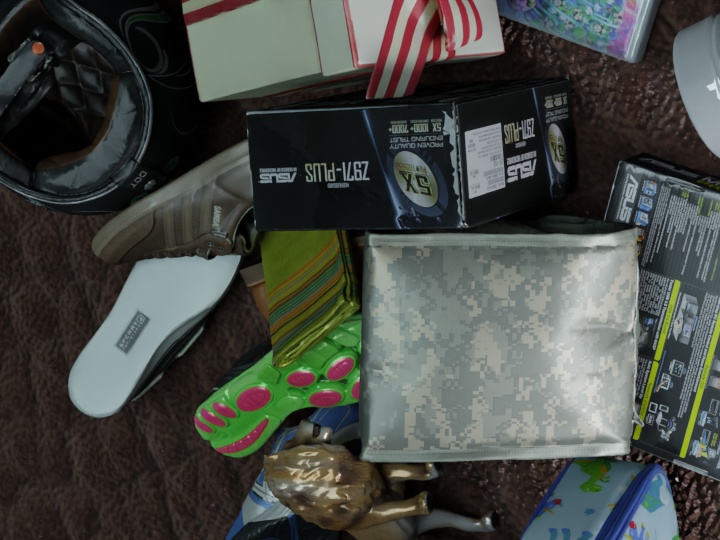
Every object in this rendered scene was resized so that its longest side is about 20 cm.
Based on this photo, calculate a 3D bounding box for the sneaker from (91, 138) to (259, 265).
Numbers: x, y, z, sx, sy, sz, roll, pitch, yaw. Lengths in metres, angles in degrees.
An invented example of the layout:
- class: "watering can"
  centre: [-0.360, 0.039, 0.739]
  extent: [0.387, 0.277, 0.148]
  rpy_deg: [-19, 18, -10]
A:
- class: "sneaker"
  centre: [-0.120, -0.035, 1.656]
  extent: [0.200, 0.070, 0.076]
  rpy_deg: [-29, 90, 35]

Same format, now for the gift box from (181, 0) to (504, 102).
- class: "gift box"
  centre: [-0.018, -0.206, 1.541]
  extent: [0.186, 0.200, 0.185]
  rpy_deg: [-10, 96, 42]

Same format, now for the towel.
- class: "towel"
  centre: [-0.046, -0.023, 1.640]
  extent: [0.086, 0.018, 0.201]
  rpy_deg: [-39, 40, 27]

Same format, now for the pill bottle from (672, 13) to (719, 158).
- class: "pill bottle"
  centre: [0.314, -0.150, 1.441]
  extent: [0.199, 0.113, 0.114]
  rpy_deg: [-20, 90, 30]

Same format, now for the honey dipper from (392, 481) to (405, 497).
- class: "honey dipper"
  centre: [0.028, 0.155, 1.698]
  extent: [0.038, 0.038, 0.201]
  rpy_deg: [12, 109, 26]

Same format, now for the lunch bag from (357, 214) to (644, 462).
- class: "lunch bag"
  centre: [0.099, 0.046, 1.539]
  extent: [0.199, 0.118, 0.165]
  rpy_deg: [1, 97, 0]

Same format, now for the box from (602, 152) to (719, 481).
- class: "box"
  centre: [0.237, 0.036, 1.556]
  extent: [0.160, 0.044, 0.201]
  rpy_deg: [20, 108, 23]

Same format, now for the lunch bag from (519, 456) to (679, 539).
- class: "lunch bag"
  centre: [0.169, 0.245, 1.543]
  extent: [0.082, 0.161, 0.201]
  rpy_deg: [7, 124, 29]

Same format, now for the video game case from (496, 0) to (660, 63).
- class: "video game case"
  centre: [0.145, -0.271, 1.560]
  extent: [0.181, 0.024, 0.201]
  rpy_deg: [23, 109, 22]

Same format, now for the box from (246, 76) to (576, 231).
- class: "box"
  centre: [0.040, -0.083, 1.549]
  extent: [0.163, 0.200, 0.087]
  rpy_deg: [0, 99, 28]

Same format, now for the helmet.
- class: "helmet"
  centre: [-0.219, -0.140, 1.685]
  extent: [0.199, 0.191, 0.201]
  rpy_deg: [1, 102, 3]

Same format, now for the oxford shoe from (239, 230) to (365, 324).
- class: "oxford shoe"
  centre: [0.000, 0.000, 1.666]
  extent: [0.200, 0.071, 0.072]
  rpy_deg: [-20, 95, 40]

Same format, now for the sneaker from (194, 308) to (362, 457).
- class: "sneaker"
  centre: [-0.047, 0.070, 1.673]
  extent: [0.200, 0.084, 0.077]
  rpy_deg: [-26, 117, 32]

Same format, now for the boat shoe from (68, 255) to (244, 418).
- class: "boat shoe"
  centre: [-0.157, 0.031, 1.750]
  extent: [0.071, 0.064, 0.200]
  rpy_deg: [43, 104, 10]

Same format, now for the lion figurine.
- class: "lion figurine"
  centre: [0.018, 0.182, 1.634]
  extent: [0.122, 0.073, 0.200]
  rpy_deg: [-11, 139, 24]

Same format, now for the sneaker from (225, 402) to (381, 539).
- class: "sneaker"
  centre: [-0.045, 0.171, 1.726]
  extent: [0.200, 0.075, 0.077]
  rpy_deg: [-46, 39, 33]
